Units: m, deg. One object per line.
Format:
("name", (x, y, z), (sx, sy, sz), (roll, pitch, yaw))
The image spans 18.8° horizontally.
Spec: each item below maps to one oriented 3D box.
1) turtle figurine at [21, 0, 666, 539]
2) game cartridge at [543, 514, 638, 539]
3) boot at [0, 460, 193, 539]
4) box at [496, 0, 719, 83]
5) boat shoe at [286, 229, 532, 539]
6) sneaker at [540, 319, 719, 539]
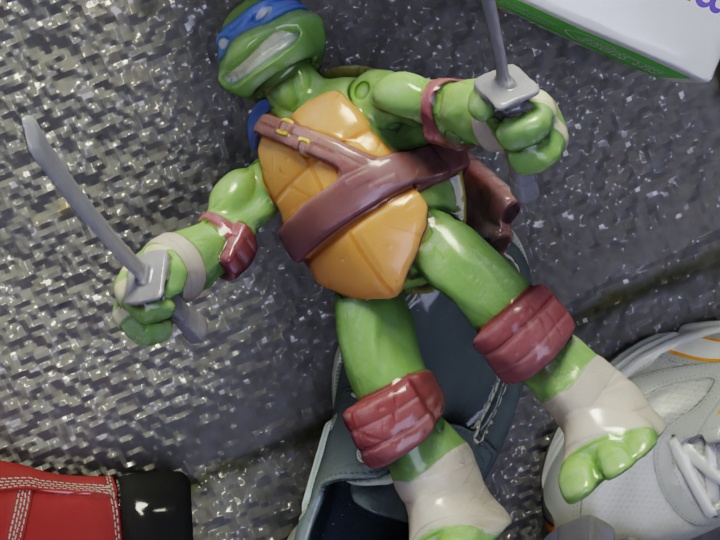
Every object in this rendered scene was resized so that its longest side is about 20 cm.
("turtle figurine", (0.000, 0.000, 0.677), (0.144, 0.200, 0.194), (-33, 89, -13))
("game cartridge", (0.144, 0.183, 0.785), (0.200, 0.130, 0.038), (30, 137, -29))
("boot", (-0.118, 0.166, 0.775), (0.144, 0.072, 0.201), (7, 97, -14))
("box", (0.049, -0.182, 0.716), (0.199, 0.097, 0.177), (22, 95, -16))
("boat shoe", (0.015, 0.077, 0.783), (0.073, 0.062, 0.201), (22, 97, -13))
("sneaker", (0.159, 0.051, 0.790), (0.199, 0.092, 0.076), (-30, 107, -2))
